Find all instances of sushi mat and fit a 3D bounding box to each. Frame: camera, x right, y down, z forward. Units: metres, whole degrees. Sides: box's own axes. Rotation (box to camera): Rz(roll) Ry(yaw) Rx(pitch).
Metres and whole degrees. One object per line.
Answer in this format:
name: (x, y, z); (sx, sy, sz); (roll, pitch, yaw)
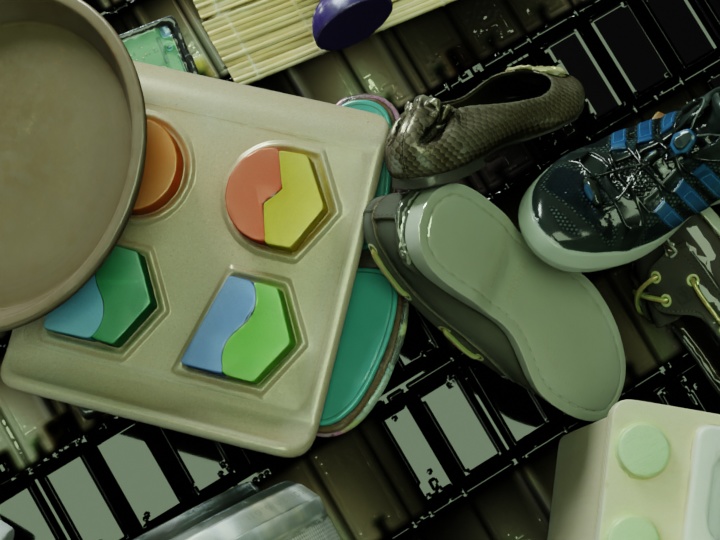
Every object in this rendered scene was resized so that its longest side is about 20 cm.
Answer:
sushi mat: (-0.007, -0.188, 1.092); (0.198, 0.012, 0.097); (-23, 82, -9)

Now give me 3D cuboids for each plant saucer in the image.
plant saucer: (-0.202, -0.062, 0.995); (0.198, 0.029, 0.203); (-5, 77, 21)

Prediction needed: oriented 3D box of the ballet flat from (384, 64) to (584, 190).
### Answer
ballet flat: (0.071, -0.092, 1.006); (0.067, 0.200, 0.047); (-4, 106, 34)

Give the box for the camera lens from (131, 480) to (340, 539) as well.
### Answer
camera lens: (-0.057, 0.225, 0.941); (0.159, 0.160, 0.201); (-26, 83, -9)

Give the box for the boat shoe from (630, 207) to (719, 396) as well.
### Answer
boat shoe: (0.198, 0.016, 1.044); (0.060, 0.072, 0.201); (-41, 88, -15)

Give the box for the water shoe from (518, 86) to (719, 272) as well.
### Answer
water shoe: (0.174, -0.067, 0.982); (0.198, 0.079, 0.072); (-23, 64, -22)

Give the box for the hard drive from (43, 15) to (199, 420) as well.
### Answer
hard drive: (-0.135, -0.031, 1.042); (0.138, 0.038, 0.202); (-23, 84, -8)

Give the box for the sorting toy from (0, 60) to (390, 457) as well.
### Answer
sorting toy: (-0.093, -0.013, 0.989); (0.183, 0.036, 0.202); (13, 79, 10)

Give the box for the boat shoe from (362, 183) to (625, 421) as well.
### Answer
boat shoe: (0.079, 0.018, 1.009); (0.202, 0.060, 0.073); (42, 66, -35)

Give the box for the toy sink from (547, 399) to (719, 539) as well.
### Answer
toy sink: (0.182, 0.137, 0.957); (0.129, 0.200, 0.113); (9, 80, -2)

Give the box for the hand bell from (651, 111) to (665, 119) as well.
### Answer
hand bell: (0.256, -0.034, 1.065); (0.199, 0.104, 0.105); (33, 79, 14)

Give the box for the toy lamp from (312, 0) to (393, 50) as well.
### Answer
toy lamp: (-0.049, -0.226, 1.063); (0.058, 0.058, 0.201); (-24, 73, -8)

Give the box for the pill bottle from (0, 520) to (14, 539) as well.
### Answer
pill bottle: (-0.296, 0.131, 0.962); (0.199, 0.113, 0.114); (30, 79, 1)

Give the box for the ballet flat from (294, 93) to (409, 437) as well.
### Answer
ballet flat: (0.000, 0.000, 1.030); (0.068, 0.071, 0.202); (1, 76, 14)
